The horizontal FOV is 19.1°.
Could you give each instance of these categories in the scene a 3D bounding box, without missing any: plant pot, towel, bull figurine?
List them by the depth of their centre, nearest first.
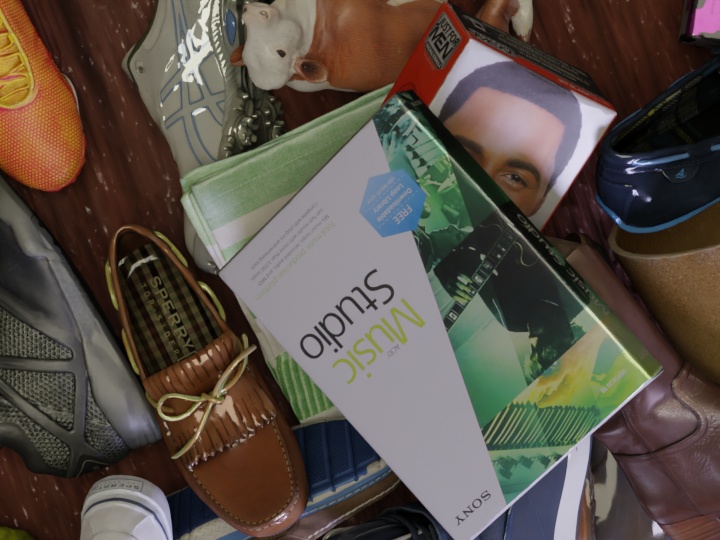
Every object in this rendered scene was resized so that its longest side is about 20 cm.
[{"bbox_3d":[0.266,0.034,1.225,0.186,0.186,0.200,-26,105,2],"label":"plant pot"},{"bbox_3d":[0.016,-0.146,1.235,0.200,0.065,0.122,14,92,-33],"label":"bull figurine"},{"bbox_3d":[0.000,0.000,1.248,0.152,0.023,0.200,-24,119,2],"label":"towel"}]

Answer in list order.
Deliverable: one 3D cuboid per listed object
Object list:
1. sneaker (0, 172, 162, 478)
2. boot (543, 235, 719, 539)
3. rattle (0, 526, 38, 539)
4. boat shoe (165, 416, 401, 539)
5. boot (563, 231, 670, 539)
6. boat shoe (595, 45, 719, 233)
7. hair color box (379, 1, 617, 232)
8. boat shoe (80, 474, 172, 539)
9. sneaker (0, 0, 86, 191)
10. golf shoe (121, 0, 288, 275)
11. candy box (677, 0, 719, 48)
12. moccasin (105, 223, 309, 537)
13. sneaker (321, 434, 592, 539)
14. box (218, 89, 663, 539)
[{"bbox_3d":[-0.209,0.036,1.267,0.114,0.076,0.200,-28,97,-5],"label":"sneaker"},{"bbox_3d":[0.169,0.043,1.139,0.186,0.064,0.200,-36,98,37],"label":"boot"},{"bbox_3d":[-0.242,0.251,1.248,0.200,0.143,0.130,-47,109,-4],"label":"rattle"},{"bbox_3d":[-0.056,0.151,1.272,0.200,0.072,0.072,-23,121,16],"label":"boat shoe"},{"bbox_3d":[0.155,0.079,1.278,0.097,0.075,0.201,2,93,-17],"label":"boot"},{"bbox_3d":[0.219,-0.092,1.179,0.200,0.069,0.084,-38,54,-13],"label":"boat shoe"},{"bbox_3d":[0.043,-0.036,1.191,0.101,0.061,0.200,23,109,-22],"label":"hair color box"},{"bbox_3d":[-0.133,0.209,1.229,0.073,0.067,0.200,-3,128,10],"label":"boat shoe"},{"bbox_3d":[-0.225,-0.136,1.262,0.073,0.077,0.200,-28,93,0],"label":"sneaker"},{"bbox_3d":[-0.096,-0.099,1.275,0.097,0.078,0.201,6,88,20],"label":"golf shoe"},{"bbox_3d":[0.298,-0.186,1.260,0.199,0.061,0.137,10,93,1],"label":"candy box"},{"bbox_3d":[-0.090,0.060,1.224,0.073,0.078,0.202,-23,68,1],"label":"moccasin"},{"bbox_3d":[0.052,0.118,1.204,0.146,0.077,0.203,3,87,-32],"label":"sneaker"},{"bbox_3d":[0.040,0.026,1.130,0.200,0.036,0.144,47,111,4],"label":"box"}]
